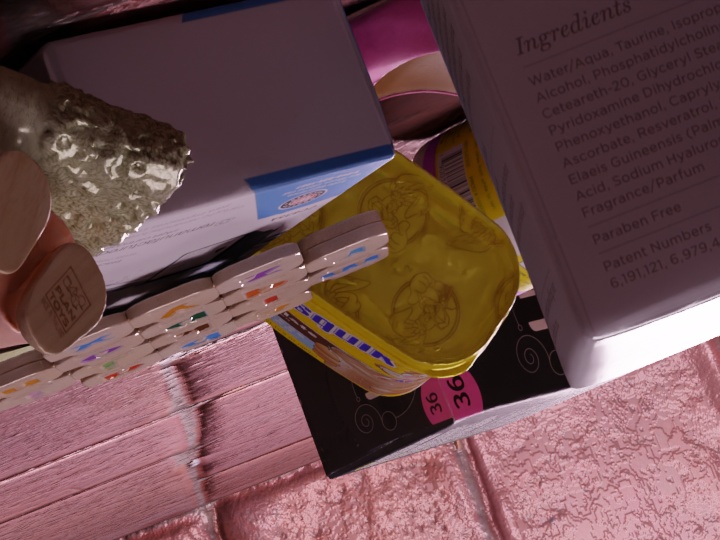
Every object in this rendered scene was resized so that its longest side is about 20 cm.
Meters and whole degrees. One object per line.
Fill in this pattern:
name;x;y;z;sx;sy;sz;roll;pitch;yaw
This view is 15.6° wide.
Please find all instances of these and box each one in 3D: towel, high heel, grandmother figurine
towel;-0.163;-0.029;0.969;0.148;0.037;0.200;20;152;-27
high heel;0.049;-0.080;1.193;0.199;0.096;0.067;-19;172;-19
grandmother figurine;-0.185;0.011;0.949;0.199;0.122;0.061;-7;-155;36

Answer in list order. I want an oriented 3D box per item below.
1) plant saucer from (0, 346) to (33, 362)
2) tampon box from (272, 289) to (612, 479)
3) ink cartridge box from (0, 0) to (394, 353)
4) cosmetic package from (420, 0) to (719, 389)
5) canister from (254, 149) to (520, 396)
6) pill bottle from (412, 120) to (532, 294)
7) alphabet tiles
plant saucer;-0.164;0.033;1.364;0.200;0.031;0.200;-33;179;-1
tampon box;0.057;0.034;1.748;0.126;0.151;0.200;-28;170;41
ink cartridge box;-0.102;-0.037;1.124;0.146;0.086;0.200;-16;169;-35
cosmetic package;0.122;-0.082;1.003;0.166;0.201;0.167;-21;172;0
canister;0.000;0.000;1.412;0.087;0.148;0.200;-56;180;-11
pill bottle;0.132;-0.064;1.478;0.199;0.105;0.104;-26;171;30
alphabet tiles;-0.081;0.019;1.200;0.199;0.015;0.196;-22;173;-1
